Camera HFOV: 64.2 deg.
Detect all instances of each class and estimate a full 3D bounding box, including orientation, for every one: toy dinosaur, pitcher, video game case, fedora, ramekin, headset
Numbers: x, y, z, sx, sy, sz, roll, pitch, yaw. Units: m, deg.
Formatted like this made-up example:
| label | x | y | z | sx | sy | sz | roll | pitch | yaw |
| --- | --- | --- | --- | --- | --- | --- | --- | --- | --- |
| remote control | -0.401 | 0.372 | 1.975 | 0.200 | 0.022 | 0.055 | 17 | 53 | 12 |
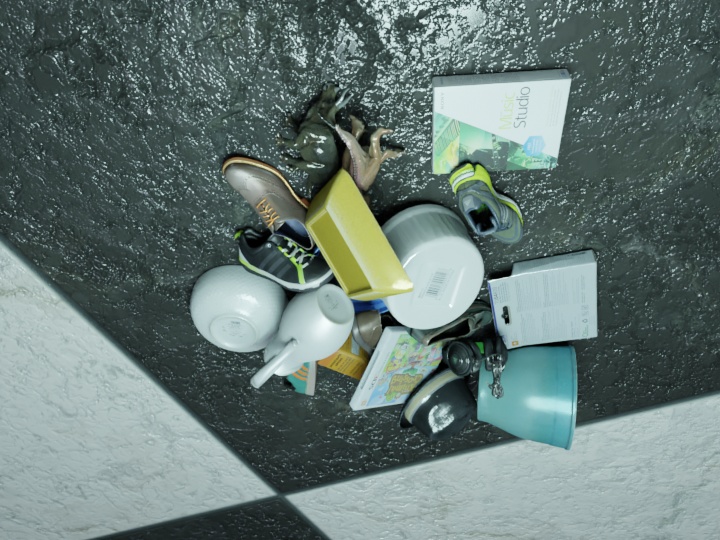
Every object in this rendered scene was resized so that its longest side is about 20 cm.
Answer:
| label | x | y | z | sx | sy | sz | roll | pitch | yaw |
| --- | --- | --- | --- | --- | --- | --- | --- | --- | --- |
| toy dinosaur | -0.071 | -0.181 | 0.884 | 0.099 | 0.078 | 0.204 | 12 | 128 | 10 |
| pitcher | -0.108 | 0.123 | 1.023 | 0.121 | 0.172 | 0.200 | 45 | 129 | -2 |
| video game case | 0.087 | 0.191 | 1.141 | 0.196 | 0.022 | 0.186 | 4 | 118 | -44 |
| fedora | 0.178 | 0.292 | 1.214 | 0.197 | 0.092 | 0.204 | -28 | 144 | -22 |
| ramekin | 0.114 | 0.001 | 0.979 | 0.195 | 0.098 | 0.205 | -10 | 125 | -14 |
| toy dinosaur | -0.002 | -0.146 | 0.864 | 0.084 | 0.200 | 0.139 | 25 | 91 | 11 |
| headset | 0.227 | 0.177 | 1.092 | 0.120 | 0.200 | 0.097 | -6 | 91 | -8 |

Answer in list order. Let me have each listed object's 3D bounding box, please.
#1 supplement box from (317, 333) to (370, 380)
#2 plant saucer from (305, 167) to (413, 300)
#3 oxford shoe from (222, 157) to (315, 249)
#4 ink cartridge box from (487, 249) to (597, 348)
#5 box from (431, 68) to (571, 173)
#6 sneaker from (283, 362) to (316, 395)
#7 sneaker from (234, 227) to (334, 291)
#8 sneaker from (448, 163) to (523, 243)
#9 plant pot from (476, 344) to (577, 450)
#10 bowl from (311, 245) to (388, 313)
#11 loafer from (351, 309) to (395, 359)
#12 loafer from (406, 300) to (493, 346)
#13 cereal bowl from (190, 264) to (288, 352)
| label | x | y | z | sx | sy | sz | roll | pitch | yaw |
| --- | --- | --- | --- | --- | --- | --- | --- | --- | --- |
| supplement box | 0.009 | 0.186 | 1.207 | 0.196 | 0.070 | 0.067 | 22 | 130 | -21 |
| plant saucer | -0.019 | -0.036 | 0.889 | 0.048 | 0.199 | 0.203 | -31 | 93 | -18 |
| oxford shoe | -0.144 | -0.110 | 0.949 | 0.198 | 0.074 | 0.071 | 34 | 126 | -24 |
| ink cartridge box | 0.349 | 0.062 | 1.100 | 0.194 | 0.041 | 0.203 | -10 | 130 | 12 |
| box | 0.204 | -0.220 | 0.863 | 0.193 | 0.037 | 0.147 | -2 | 132 | 6 |
| sneaker | -0.131 | 0.191 | 1.214 | 0.077 | 0.072 | 0.204 | 5 | 130 | -2 |
| sneaker | -0.138 | -0.026 | 0.996 | 0.195 | 0.072 | 0.085 | 12 | 129 | 20 |
| sneaker | 0.208 | -0.086 | 0.933 | 0.073 | 0.083 | 0.198 | -24 | 142 | 33 |
| plant pot | 0.332 | 0.248 | 1.170 | 0.182 | 0.203 | 0.204 | 3 | 133 | 13 |
| bowl | 0.000 | 0.000 | 1.062 | 0.194 | 0.040 | 0.204 | 1 | 131 | 2 |
| loafer | 0.040 | 0.129 | 1.116 | 0.069 | 0.075 | 0.200 | -18 | 156 | 12 |
| loafer | 0.179 | 0.108 | 1.082 | 0.195 | 0.063 | 0.073 | -7 | 126 | -29 |
| cereal bowl | -0.241 | 0.091 | 1.125 | 0.193 | 0.085 | 0.204 | 2 | 132 | 2 |
